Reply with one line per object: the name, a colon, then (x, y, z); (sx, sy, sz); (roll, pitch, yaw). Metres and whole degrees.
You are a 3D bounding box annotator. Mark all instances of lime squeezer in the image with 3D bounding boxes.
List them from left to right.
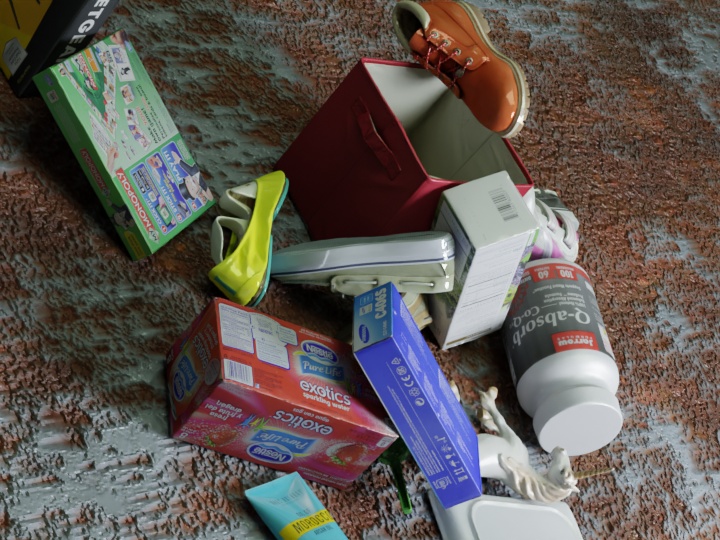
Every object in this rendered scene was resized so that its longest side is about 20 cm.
lime squeezer: (0.021, 0.146, 1.675); (0.071, 0.037, 0.202); (42, 34, -66)

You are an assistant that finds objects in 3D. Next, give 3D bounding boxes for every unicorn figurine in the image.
unicorn figurine: (0.137, 0.181, 1.760); (0.198, 0.074, 0.138); (-5, 50, -22)

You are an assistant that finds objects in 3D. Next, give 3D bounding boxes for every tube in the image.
tube: (-0.023, 0.266, 1.529); (0.200, 0.050, 0.077); (50, 27, 19)

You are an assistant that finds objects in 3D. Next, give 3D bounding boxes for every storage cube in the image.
storage cube: (0.047, -0.102, 1.869); (0.199, 0.180, 0.172); (0, 52, -46)

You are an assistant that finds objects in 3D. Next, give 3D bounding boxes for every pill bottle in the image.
pill bottle: (0.220, 0.095, 1.891); (0.115, 0.116, 0.202); (19, 41, -31)

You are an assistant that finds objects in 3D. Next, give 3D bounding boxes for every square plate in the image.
square plate: (0.173, 0.304, 1.699); (0.197, 0.028, 0.202); (12, 45, -39)

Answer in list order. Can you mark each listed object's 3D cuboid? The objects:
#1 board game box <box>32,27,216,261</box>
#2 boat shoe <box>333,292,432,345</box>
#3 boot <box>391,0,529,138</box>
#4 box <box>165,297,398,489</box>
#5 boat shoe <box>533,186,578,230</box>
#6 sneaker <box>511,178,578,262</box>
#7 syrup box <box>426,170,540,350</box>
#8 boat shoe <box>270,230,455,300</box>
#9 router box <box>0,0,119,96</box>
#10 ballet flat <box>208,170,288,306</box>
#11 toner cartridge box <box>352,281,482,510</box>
board game box: (-0.228, -0.126, 1.685); (0.202, 0.029, 0.135); (63, 33, -11)
boat shoe: (0.030, 0.070, 1.773); (0.077, 0.071, 0.200); (57, 35, -7)
boot: (0.104, -0.218, 1.836); (0.106, 0.075, 0.201); (6, 40, -38)
box: (-0.073, 0.116, 1.587); (0.198, 0.096, 0.100); (21, 41, -31)
boat shoe: (0.188, -0.071, 2.084); (0.199, 0.071, 0.064); (6, 48, -53)
sneaker: (0.202, -0.045, 1.957); (0.201, 0.087, 0.082); (72, -1, -54)
syrup box: (0.119, -0.008, 1.817); (0.081, 0.201, 0.079); (-19, 62, -19)
boat shoe: (0.000, 0.000, 1.748); (0.072, 0.197, 0.063); (-43, 128, -76)
router box: (-0.308, -0.294, 1.692); (0.051, 0.200, 0.150); (-12, 61, -52)
ballet flat: (-0.117, -0.046, 1.745); (0.067, 0.067, 0.201); (27, 39, -16)
toner cartridge box: (0.054, 0.119, 1.613); (0.095, 0.043, 0.201); (-90, 154, -60)
